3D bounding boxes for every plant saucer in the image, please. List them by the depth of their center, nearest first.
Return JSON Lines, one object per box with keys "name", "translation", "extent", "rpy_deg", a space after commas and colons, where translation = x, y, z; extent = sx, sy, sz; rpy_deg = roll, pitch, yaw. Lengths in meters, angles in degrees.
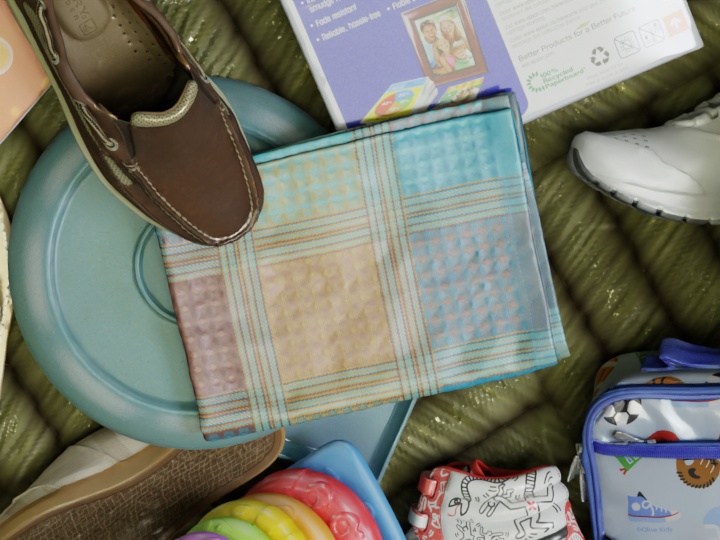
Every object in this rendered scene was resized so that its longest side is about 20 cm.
{"name": "plant saucer", "translation": [-0.088, -0.004, 1.237], "extent": [0.199, 0.027, 0.201], "rpy_deg": [0, 92, -4]}
{"name": "plant saucer", "translation": [0.015, 0.022, 1.296], "extent": [0.070, 0.019, 0.200], "rpy_deg": [19, 107, -14]}

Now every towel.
{"name": "towel", "translation": [0.000, 0.000, 1.212], "extent": [0.199, 0.022, 0.147], "rpy_deg": [-13, 97, -1]}

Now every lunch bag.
{"name": "lunch bag", "translation": [0.217, 0.117, 1.304], "extent": [0.199, 0.076, 0.161], "rpy_deg": [-1, 114, 14]}

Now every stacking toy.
{"name": "stacking toy", "translation": [-0.069, 0.166, 1.228], "extent": [0.116, 0.200, 0.110], "rpy_deg": [-34, 75, 30]}

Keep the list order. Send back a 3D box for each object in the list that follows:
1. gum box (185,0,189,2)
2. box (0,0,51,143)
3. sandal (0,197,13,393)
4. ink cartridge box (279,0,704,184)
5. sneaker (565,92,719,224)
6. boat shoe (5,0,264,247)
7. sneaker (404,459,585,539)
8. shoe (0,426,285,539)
{"name": "gum box", "translation": [-0.149, -0.205, 1.092], "extent": [0.200, 0.170, 0.045], "rpy_deg": [28, 105, -6]}
{"name": "box", "translation": [-0.247, -0.088, 1.159], "extent": [0.124, 0.097, 0.200], "rpy_deg": [41, 89, -19]}
{"name": "sandal", "translation": [-0.221, 0.038, 1.242], "extent": [0.077, 0.070, 0.212], "rpy_deg": [-1, 110, -7]}
{"name": "ink cartridge box", "translation": [0.052, -0.170, 1.215], "extent": [0.197, 0.047, 0.200], "rpy_deg": [-23, 102, 2]}
{"name": "sneaker", "translation": [0.206, -0.068, 1.268], "extent": [0.199, 0.075, 0.087], "rpy_deg": [1, 103, -17]}
{"name": "boat shoe", "translation": [-0.105, -0.080, 1.116], "extent": [0.075, 0.075, 0.202], "rpy_deg": [-41, 124, -6]}
{"name": "sneaker", "translation": [0.032, 0.170, 1.334], "extent": [0.201, 0.067, 0.108], "rpy_deg": [-15, 86, 17]}
{"name": "shoe", "translation": [-0.129, 0.121, 1.299], "extent": [0.200, 0.053, 0.070], "rpy_deg": [-31, 121, 7]}
